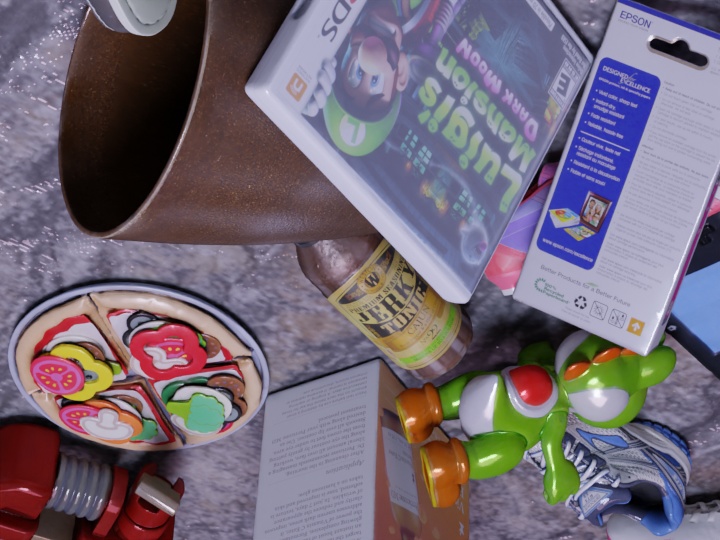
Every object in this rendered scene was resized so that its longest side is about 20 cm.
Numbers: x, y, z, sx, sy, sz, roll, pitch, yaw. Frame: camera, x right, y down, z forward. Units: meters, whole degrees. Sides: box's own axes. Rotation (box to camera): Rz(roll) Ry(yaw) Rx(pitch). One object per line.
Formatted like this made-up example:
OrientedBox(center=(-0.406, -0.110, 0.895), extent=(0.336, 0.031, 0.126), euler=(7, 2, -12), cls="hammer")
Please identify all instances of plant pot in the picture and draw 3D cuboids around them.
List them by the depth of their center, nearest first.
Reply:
OrientedBox(center=(-0.047, -0.091, 1.007), extent=(0.199, 0.188, 0.187), euler=(13, 139, -31), cls="plant pot")

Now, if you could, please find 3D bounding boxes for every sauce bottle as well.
OrientedBox(center=(0.000, 0.000, 1.173), extent=(0.064, 0.065, 0.200), euler=(-25, 132, 28), cls="sauce bottle")

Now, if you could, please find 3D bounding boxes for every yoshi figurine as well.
OrientedBox(center=(0.131, 0.100, 1.234), extent=(0.198, 0.112, 0.113), euler=(-21, 104, -4), cls="yoshi figurine")

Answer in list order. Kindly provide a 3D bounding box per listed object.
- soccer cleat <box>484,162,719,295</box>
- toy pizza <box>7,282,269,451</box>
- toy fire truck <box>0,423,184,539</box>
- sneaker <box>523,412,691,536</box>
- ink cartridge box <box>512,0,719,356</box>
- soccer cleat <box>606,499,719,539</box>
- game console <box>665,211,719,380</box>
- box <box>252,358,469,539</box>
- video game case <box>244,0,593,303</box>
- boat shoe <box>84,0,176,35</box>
OrientedBox(center=(0.160, -0.048, 1.110), extent=(0.199, 0.067, 0.077), euler=(-21, 100, 22), cls="soccer cleat")
OrientedBox(center=(-0.168, 0.083, 1.300), extent=(0.198, 0.032, 0.201), euler=(2, 138, 1), cls="toy pizza")
OrientedBox(center=(-0.216, 0.180, 1.346), extent=(0.175, 0.129, 0.200), euler=(21, 130, -18), cls="toy fire truck")
OrientedBox(center=(0.173, 0.143, 1.308), extent=(0.199, 0.086, 0.077), euler=(23, 135, -20), cls="sneaker")
OrientedBox(center=(0.169, -0.057, 1.054), extent=(0.094, 0.037, 0.202), euler=(24, 110, 18), cls="ink cartridge box")
OrientedBox(center=(0.299, 0.208, 1.399), extent=(0.198, 0.070, 0.087), euler=(13, 122, -14), cls="soccer cleat")
OrientedBox(center=(0.282, 0.007, 1.191), extent=(0.176, 0.031, 0.200), euler=(-29, 129, 30), cls="game console")
OrientedBox(center=(0.004, 0.199, 1.294), extent=(0.106, 0.201, 0.152), euler=(-19, 135, 23), cls="box")
OrientedBox(center=(0.042, -0.111, 0.970), extent=(0.023, 0.183, 0.200), euler=(8, 152, 46), cls="video game case")
OrientedBox(center=(-0.149, -0.218, 0.892), extent=(0.060, 0.072, 0.203), euler=(-5, 107, 33), cls="boat shoe")
